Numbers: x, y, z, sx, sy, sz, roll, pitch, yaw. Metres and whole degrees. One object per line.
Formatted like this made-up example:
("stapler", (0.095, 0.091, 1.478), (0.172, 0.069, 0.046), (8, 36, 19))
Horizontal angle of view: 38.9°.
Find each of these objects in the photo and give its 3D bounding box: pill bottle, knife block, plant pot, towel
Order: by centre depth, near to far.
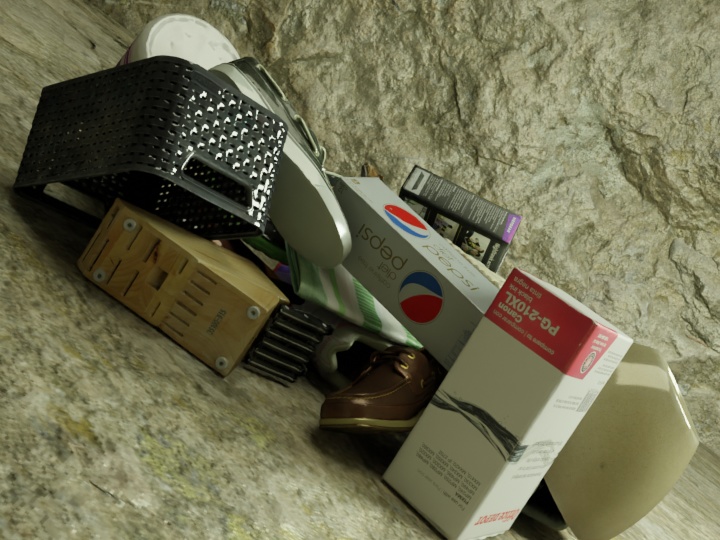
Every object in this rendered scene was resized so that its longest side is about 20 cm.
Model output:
("knife block", (-0.118, 0.019, 0.855), (0.199, 0.064, 0.176), (35, 7, -1))
("towel", (0.012, 0.006, 0.971), (0.198, 0.023, 0.154), (27, 30, -31))
("plant pot", (0.244, 0.145, 0.981), (0.201, 0.133, 0.202), (56, 19, -29))
("pill bottle", (-0.202, -0.150, 0.991), (0.111, 0.199, 0.114), (17, 59, -30))

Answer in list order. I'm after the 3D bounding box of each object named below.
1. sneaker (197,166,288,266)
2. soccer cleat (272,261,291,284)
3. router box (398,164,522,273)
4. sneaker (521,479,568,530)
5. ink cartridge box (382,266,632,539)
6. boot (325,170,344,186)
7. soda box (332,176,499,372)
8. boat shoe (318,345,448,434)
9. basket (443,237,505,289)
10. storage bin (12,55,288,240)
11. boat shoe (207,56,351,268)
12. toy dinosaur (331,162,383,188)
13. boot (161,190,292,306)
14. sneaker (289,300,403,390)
("sneaker", (-0.104, -0.087, 1.019), (0.077, 0.084, 0.201), (32, 22, -55))
("soccer cleat", (-0.040, 0.017, 1.218), (0.076, 0.067, 0.200), (43, 7, 20))
("router box", (0.105, -0.025, 1.296), (0.148, 0.051, 0.201), (27, -34, 8))
("sneaker", (0.134, 0.174, 0.967), (0.199, 0.074, 0.089), (37, 11, -18))
("ink cartridge box", (0.123, 0.112, 0.833), (0.084, 0.202, 0.144), (35, 8, 26))
("boot", (-0.091, -0.066, 1.192), (0.197, 0.074, 0.144), (9, -16, -23))
("soda box", (0.048, 0.002, 0.906), (0.200, 0.064, 0.068), (45, 26, 22))
("boat shoe", (0.024, 0.098, 0.856), (0.071, 0.069, 0.199), (-3, -2, 28))
("basket", (0.146, 0.098, 1.172), (0.199, 0.162, 0.198), (33, 7, -24))
("storage bin", (-0.171, -0.090, 0.828), (0.198, 0.095, 0.134), (-3, -21, 42))
("boat shoe", (-0.060, -0.099, 0.887), (0.063, 0.070, 0.202), (-33, 91, -44))
("toy dinosaur", (-0.042, -0.023, 1.076), (0.105, 0.201, 0.061), (12, 37, -38))
("boot", (-0.114, -0.012, 1.050), (0.199, 0.069, 0.188), (35, 4, -20))
("sneaker", (0.017, 0.094, 0.972), (0.198, 0.082, 0.088), (23, 17, -33))
